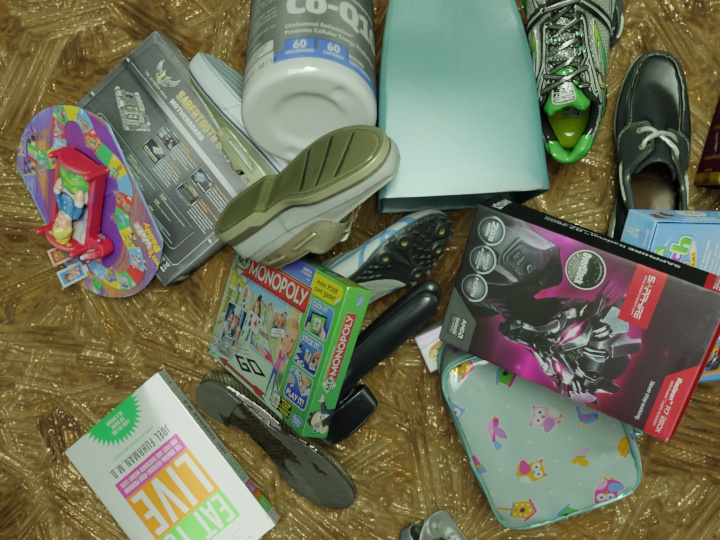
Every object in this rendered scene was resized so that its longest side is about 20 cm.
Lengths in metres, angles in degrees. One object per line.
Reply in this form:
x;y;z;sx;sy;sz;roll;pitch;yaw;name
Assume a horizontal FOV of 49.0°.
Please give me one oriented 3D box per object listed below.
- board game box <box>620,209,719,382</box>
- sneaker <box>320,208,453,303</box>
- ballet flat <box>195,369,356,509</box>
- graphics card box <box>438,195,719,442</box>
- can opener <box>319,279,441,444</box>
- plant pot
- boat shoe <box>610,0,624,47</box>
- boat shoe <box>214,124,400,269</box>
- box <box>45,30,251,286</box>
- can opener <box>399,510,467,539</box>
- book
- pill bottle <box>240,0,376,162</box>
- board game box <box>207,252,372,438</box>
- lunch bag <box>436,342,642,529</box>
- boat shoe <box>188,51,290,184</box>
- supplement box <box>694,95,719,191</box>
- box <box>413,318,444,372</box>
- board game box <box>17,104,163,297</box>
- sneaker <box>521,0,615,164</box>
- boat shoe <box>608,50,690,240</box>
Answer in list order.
0.295;0.025;0.681;0.199;0.037;0.152;-1;113;-27;board game box
0.000;0.000;0.764;0.200;0.073;0.072;-37;134;16;sneaker
-0.082;0.169;0.813;0.200;0.046;0.068;38;122;1;ballet flat
0.171;0.033;0.620;0.199;0.051;0.126;24;114;23;graphics card box
0.007;0.082;0.775;0.078;0.063;0.200;36;108;-15;can opener
0.078;-0.160;0.709;0.140;0.141;0.202;-4;89;0;plant pot
0.194;-0.301;0.729;0.072;0.067;0.202;-16;87;53;boat shoe
-0.036;-0.057;0.663;0.199;0.075;0.068;-20;131;42;boat shoe
-0.195;-0.111;0.800;0.158;0.048;0.200;-40;89;8;box
0.116;0.336;0.804;0.067;0.053;0.201;-35;90;42;can opener
-0.197;0.225;0.836;0.133;0.048;0.200;-40;87;5;book
-0.043;-0.204;0.696;0.113;0.114;0.201;-7;56;9;pill bottle
-0.074;0.051;0.740;0.029;0.200;0.136;11;99;-37;board game box
0.170;0.135;0.738;0.159;0.077;0.201;-22;108;6;lunch bag
-0.098;-0.114;0.731;0.062;0.072;0.200;-43;83;18;boat shoe
0.386;-0.160;0.695;0.110;0.086;0.202;15;97;7;supplement box
0.148;0.038;0.769;0.199;0.039;0.042;-25;92;9;box
-0.281;-0.059;0.778;0.157;0.039;0.201;-15;104;36;board game box
0.179;-0.182;0.663;0.077;0.085;0.201;-5;129;19;sneaker
0.269;-0.103;0.715;0.071;0.068;0.202;6;86;4;boat shoe
